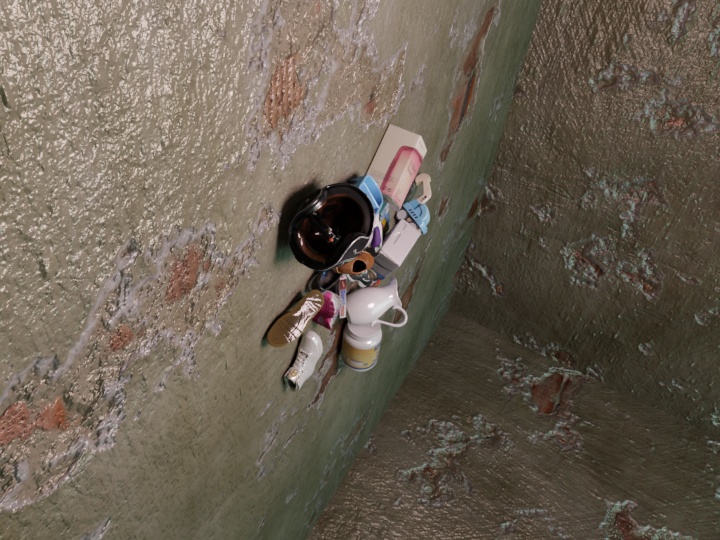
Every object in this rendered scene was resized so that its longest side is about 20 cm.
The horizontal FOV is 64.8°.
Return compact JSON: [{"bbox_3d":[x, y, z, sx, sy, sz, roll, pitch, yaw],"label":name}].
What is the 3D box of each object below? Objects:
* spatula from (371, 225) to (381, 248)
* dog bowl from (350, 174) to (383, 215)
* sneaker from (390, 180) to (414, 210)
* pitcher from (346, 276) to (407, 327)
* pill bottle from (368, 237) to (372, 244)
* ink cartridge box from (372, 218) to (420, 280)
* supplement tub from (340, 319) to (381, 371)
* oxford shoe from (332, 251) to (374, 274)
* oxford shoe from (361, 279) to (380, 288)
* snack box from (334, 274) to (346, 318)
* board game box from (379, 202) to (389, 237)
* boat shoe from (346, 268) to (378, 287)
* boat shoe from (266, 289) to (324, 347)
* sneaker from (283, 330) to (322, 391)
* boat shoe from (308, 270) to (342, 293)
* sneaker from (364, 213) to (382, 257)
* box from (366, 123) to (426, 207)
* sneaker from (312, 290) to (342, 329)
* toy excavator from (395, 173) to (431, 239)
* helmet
[{"bbox_3d":[0.004,-0.079,1.679,0.020,0.199,0.057,3,74,-38],"label":"spatula"},{"bbox_3d":[0.011,-0.194,1.531,0.112,0.049,0.200,58,24,-17],"label":"dog bowl"},{"bbox_3d":[0.144,-0.302,1.910,0.100,0.070,0.201,-55,166,-35],"label":"sneaker"},{"bbox_3d":[0.052,0.134,1.955,0.198,0.173,0.121,-20,170,-11],"label":"pitcher"},{"bbox_3d":[-0.041,-0.102,1.542,0.114,0.112,0.200,-68,163,11],"label":"pill bottle"},{"bbox_3d":[0.104,-0.067,1.898,0.145,0.084,0.200,-56,-176,-20],"label":"ink cartridge box"},{"bbox_3d":[0.004,0.265,2.114,0.145,0.144,0.201,-50,157,-41],"label":"supplement tub"},{"bbox_3d":[-0.003,-0.014,1.614,0.200,0.071,0.072,-14,113,-62],"label":"oxford shoe"},{"bbox_3d":[0.045,-0.015,2.024,0.072,0.071,0.202,38,72,-52],"label":"oxford shoe"},{"bbox_3d":[-0.064,0.063,1.775,0.024,0.072,0.201,-11,142,-11],"label":"snack box"},{"bbox_3d":[0.030,-0.115,1.848,0.201,0.047,0.151,-58,161,-24],"label":"board game box"},{"bbox_3d":[0.000,0.000,1.779,0.200,0.060,0.076,29,44,-68],"label":"boat shoe"},{"bbox_3d":[-0.177,0.134,1.528,0.200,0.073,0.065,-43,-170,-28],"label":"boat shoe"},{"bbox_3d":[-0.177,0.285,1.726,0.116,0.073,0.201,-50,158,-49],"label":"sneaker"},{"bbox_3d":[-0.073,-0.007,1.626,0.200,0.070,0.066,-46,-163,-34],"label":"boat shoe"},{"bbox_3d":[0.027,-0.148,1.716,0.089,0.073,0.202,-60,145,-64],"label":"sneaker"},{"bbox_3d":[0.104,-0.310,1.701,0.202,0.108,0.128,-65,163,-1],"label":"box"},{"bbox_3d":[-0.098,0.100,1.707,0.089,0.081,0.200,-61,175,-25],"label":"sneaker"},{"bbox_3d":[0.220,-0.239,2.131,0.199,0.195,0.100,-36,160,-1],"label":"toy excavator"},{"bbox_3d":[-0.063,-0.105,1.345,0.191,0.198,0.202,-46,154,-54],"label":"helmet"}]
